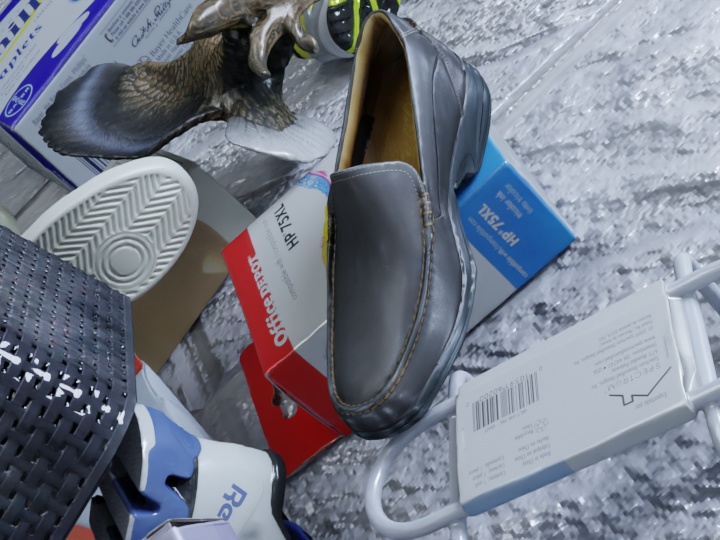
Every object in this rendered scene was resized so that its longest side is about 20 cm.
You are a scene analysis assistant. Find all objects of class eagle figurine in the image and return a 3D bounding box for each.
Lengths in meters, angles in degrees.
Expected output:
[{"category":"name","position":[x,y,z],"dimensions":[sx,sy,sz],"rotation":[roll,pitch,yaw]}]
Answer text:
[{"category":"eagle figurine","position":[-0.088,-0.113,0.819],"dimensions":[0.200,0.151,0.152],"rotation":[-41,15,53]}]

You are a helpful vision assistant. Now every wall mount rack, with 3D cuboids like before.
[{"category":"wall mount rack","position":[0.098,0.088,0.526],"dimensions":[0.199,0.075,0.175],"rotation":[-30,34,26]}]

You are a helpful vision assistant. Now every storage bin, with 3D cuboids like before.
[{"category":"storage bin","position":[-0.178,0.069,0.640],"dimensions":[0.136,0.093,0.200],"rotation":[-57,16,7]}]

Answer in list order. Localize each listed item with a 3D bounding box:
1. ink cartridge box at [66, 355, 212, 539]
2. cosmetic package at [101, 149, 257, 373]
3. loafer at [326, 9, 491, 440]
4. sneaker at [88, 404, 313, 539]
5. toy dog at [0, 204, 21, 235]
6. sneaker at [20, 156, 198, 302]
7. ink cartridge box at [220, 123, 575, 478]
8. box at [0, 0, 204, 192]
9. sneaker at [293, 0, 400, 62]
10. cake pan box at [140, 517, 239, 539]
[{"category":"ink cartridge box","position":[-0.163,0.120,0.741],"dimensions":[0.162,0.050,0.200],"rotation":[-47,60,1]},{"category":"cosmetic package","position":[-0.163,0.021,0.879],"dimensions":[0.201,0.071,0.105],"rotation":[-54,36,-8]},{"category":"loafer","position":[0.009,-0.024,0.616],"dimensions":[0.072,0.072,0.202],"rotation":[-15,53,32]},{"category":"sneaker","position":[-0.074,0.163,0.635],"dimensions":[0.081,0.114,0.201],"rotation":[-132,55,-61]},{"category":"toy dog","position":[-0.385,0.021,1.026],"dimensions":[0.194,0.139,0.200],"rotation":[-51,0,36]},{"category":"sneaker","position":[-0.180,0.000,0.778],"dimensions":[0.199,0.075,0.085],"rotation":[-39,31,0]},{"category":"ink cartridge box","position":[0.000,0.000,0.718],"dimensions":[0.200,0.067,0.116],"rotation":[-41,36,10]},{"category":"box","position":[-0.218,-0.168,1.098],"dimensions":[0.185,0.105,0.200],"rotation":[-53,34,-8]},{"category":"sneaker","position":[-0.004,-0.231,0.946],"dimensions":[0.076,0.075,0.201],"rotation":[-8,50,44]},{"category":"cake pan box","position":[-0.086,0.222,0.532],"dimensions":[0.200,0.052,0.185],"rotation":[-39,72,16]}]
